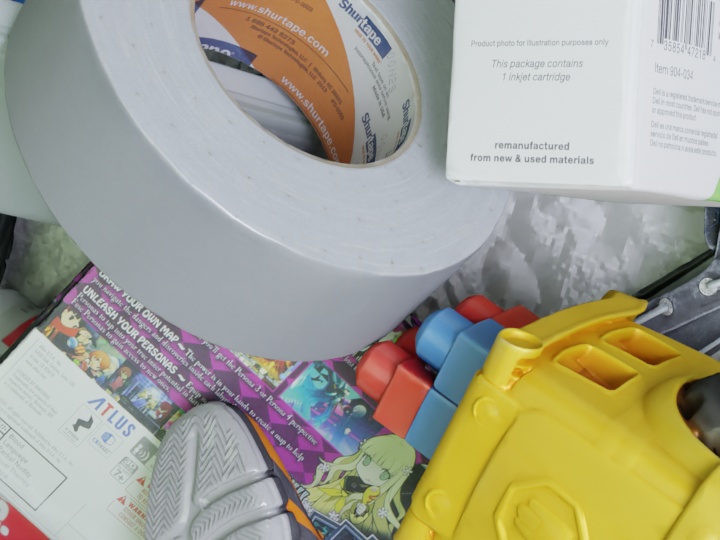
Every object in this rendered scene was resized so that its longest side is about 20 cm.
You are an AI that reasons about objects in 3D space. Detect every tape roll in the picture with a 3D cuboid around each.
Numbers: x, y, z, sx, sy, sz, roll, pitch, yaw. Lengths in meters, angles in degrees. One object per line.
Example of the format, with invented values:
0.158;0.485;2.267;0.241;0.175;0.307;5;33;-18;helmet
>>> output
-0.036;-0.067;0.773;0.201;0.200;0.066;51;131;4;tape roll

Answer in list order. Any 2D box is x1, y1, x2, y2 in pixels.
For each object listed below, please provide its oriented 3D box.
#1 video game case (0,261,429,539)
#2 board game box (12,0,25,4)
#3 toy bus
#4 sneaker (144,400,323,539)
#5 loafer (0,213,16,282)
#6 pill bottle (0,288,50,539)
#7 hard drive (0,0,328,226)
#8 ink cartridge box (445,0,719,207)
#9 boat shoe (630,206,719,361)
-0.053;0.071;0.850;0.200;0.036;0.181;42;102;-8;video game case
-0.119;-0.210;0.856;0.045;0.152;0.201;8;103;19;board game box
0.101;0.071;0.771;0.192;0.200;0.136;35;116;24;toy bus
-0.017;0.150;0.816;0.077;0.112;0.201;-30;70;34;sneaker
-0.191;-0.063;0.949;0.070;0.068;0.201;13;112;-24;loafer
-0.130;0.110;0.945;0.200;0.112;0.112;38;111;6;pill bottle
-0.117;-0.058;0.855;0.132;0.199;0.026;-34;54;44;hard drive
0.109;-0.128;0.770;0.084;0.145;0.201;4;90;35;ink cartridge box
0.176;-0.008;0.839;0.200;0.072;0.068;-40;88;29;boat shoe
